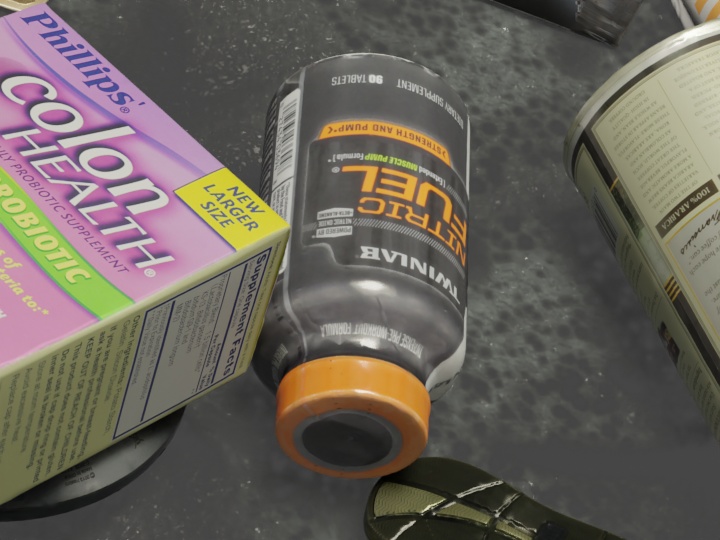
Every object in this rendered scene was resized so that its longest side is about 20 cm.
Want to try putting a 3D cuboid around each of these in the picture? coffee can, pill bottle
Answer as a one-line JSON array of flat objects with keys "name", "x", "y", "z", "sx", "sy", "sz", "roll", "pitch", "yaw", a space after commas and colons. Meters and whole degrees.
[{"name": "coffee can", "x": 0.210, "y": -0.009, "z": 1.101, "sx": 0.146, "sy": 0.146, "sz": 0.200, "roll": -10, "pitch": 58, "yaw": -25}, {"name": "pill bottle", "x": 0.000, "y": 0.000, "z": 1.049, "sx": 0.106, "sy": 0.106, "sz": 0.200, "roll": 11, "pitch": 51, "yaw": -11}]

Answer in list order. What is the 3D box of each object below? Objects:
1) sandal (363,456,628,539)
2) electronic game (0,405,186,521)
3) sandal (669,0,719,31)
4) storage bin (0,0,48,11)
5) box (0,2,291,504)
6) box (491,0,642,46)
[{"name": "sandal", "x": 0.090, "y": 0.155, "z": 0.997, "sx": 0.201, "sy": 0.057, "sz": 0.080, "roll": 33, "pitch": 54, "yaw": 26}, {"name": "electronic game", "x": -0.176, "y": 0.034, "z": 1.001, "sx": 0.200, "sy": 0.042, "sz": 0.200, "roll": 11, "pitch": 42, "yaw": -10}, {"name": "sandal", "x": 0.244, "y": -0.134, "z": 1.267, "sx": 0.079, "sy": 0.059, "sz": 0.207, "roll": -4, "pitch": 55, "yaw": -22}, {"name": "storage bin", "x": -0.152, "y": -0.271, "z": 1.143, "sx": 0.094, "sy": 0.200, "sz": 0.199, "roll": 30, "pitch": 50, "yaw": 6}, {"name": "box", "x": -0.166, "y": -0.004, "z": 0.942, "sx": 0.200, "sy": 0.097, "sz": 0.176, "roll": -27, "pitch": 59, "yaw": -39}, {"name": "box", "x": 0.107, "y": -0.242, "z": 1.309, "sx": 0.158, "sy": 0.050, "sz": 0.200, "roll": 20, "pitch": 50, "yaw": -4}]
